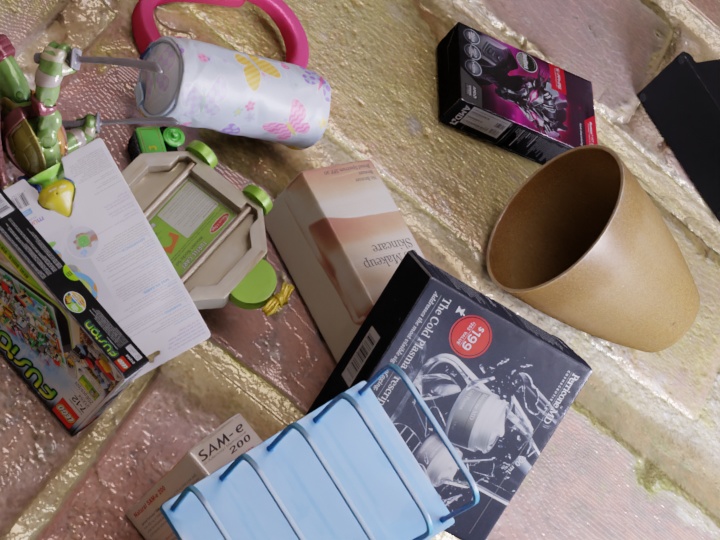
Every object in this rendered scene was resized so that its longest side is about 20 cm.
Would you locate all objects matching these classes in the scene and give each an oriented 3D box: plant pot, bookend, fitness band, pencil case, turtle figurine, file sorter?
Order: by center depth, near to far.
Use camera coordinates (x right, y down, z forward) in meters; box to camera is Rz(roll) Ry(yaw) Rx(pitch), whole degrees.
[{"bbox_3d":[-0.028,0.181,1.379,0.200,0.123,0.139,-30,83,-21],"label":"file sorter"},{"bbox_3d":[-0.278,-0.172,1.630,0.194,0.200,0.144,48,14,10],"label":"turtle figurine"},{"bbox_3d":[-0.126,-0.173,1.774,0.200,0.091,0.083,7,46,-39],"label":"pencil case"},{"bbox_3d":[-0.144,-0.245,1.863,0.200,0.037,0.144,-2,61,-37],"label":"fitness band"},{"bbox_3d":[0.268,-0.002,1.918,0.200,0.186,0.187,39,42,-29],"label":"plant pot"},{"bbox_3d":[0.485,-0.179,2.253,0.198,0.092,0.200,-15,68,-44],"label":"bookend"}]

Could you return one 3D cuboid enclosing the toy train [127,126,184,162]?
[{"bbox_3d":[-0.176,-0.052,1.697,0.056,0.042,0.200,-5,62,-28],"label":"toy train"}]

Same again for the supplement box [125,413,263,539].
[{"bbox_3d":[-0.088,0.236,1.488,0.200,0.126,0.073,51,45,4],"label":"supplement box"}]

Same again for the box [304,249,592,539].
[{"bbox_3d":[0.077,0.118,1.635,0.182,0.200,0.104,29,7,-17],"label":"box"}]

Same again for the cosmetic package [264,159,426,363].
[{"bbox_3d":[0.000,0.000,1.755,0.103,0.087,0.200,-14,69,-44],"label":"cosmetic package"}]

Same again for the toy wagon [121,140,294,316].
[{"bbox_3d":[-0.149,-0.022,1.644,0.200,0.040,0.155,38,67,9],"label":"toy wagon"}]

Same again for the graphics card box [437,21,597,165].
[{"bbox_3d":[0.183,-0.196,2.066,0.200,0.051,0.126,20,49,-23],"label":"graphics card box"}]

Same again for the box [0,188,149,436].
[{"bbox_3d":[-0.275,0.035,1.505,0.200,0.110,0.035,48,44,3],"label":"box"}]

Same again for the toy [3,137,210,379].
[{"bbox_3d":[-0.231,-0.003,1.574,0.115,0.047,0.200,-29,99,-6],"label":"toy"}]
